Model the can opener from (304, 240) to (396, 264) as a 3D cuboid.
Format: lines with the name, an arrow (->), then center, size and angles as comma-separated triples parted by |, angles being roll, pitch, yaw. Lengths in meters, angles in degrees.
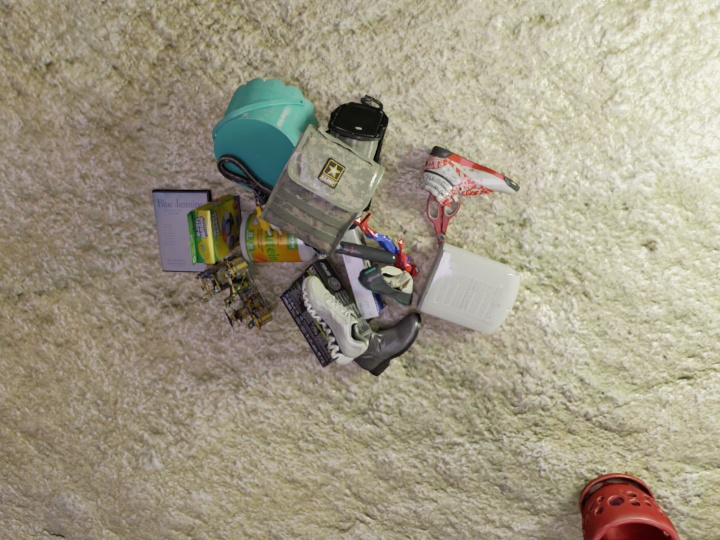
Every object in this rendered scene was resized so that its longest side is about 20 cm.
can opener -> -0.021, -0.047, 1.166 | 0.199, 0.063, 0.079 | 17, 102, 0

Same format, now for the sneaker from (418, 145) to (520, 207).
sneaker -> 0.223, -0.174, 1.182 | 0.201, 0.067, 0.108 | 25, 100, 6

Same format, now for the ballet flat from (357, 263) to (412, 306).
ballet flat -> 0.074, 0.029, 1.222 | 0.073, 0.200, 0.073 | -13, 68, 33

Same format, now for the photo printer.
photo printer -> 0.245, 0.045, 1.248 | 0.199, 0.069, 0.167 | 19, 109, -3

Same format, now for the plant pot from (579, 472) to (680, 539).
plant pot -> 0.617, 0.599, 1.315 | 0.199, 0.183, 0.202 | 2, 107, 7

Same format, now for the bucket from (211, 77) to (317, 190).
bucket -> -0.196, -0.270, 1.144 | 0.206, 0.135, 0.208 | 6, 136, 5

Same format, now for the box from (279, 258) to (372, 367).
box -> -0.082, 0.098, 1.270 | 0.160, 0.044, 0.200 | -43, 76, 40

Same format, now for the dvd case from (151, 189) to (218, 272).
dvd case -> -0.416, -0.092, 1.335 | 0.142, 0.018, 0.201 | 2, 107, 9

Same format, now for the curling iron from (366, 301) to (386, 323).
curling iron -> -0.007, 0.147, 1.349 | 0.049, 0.026, 0.200 | 32, 106, -25

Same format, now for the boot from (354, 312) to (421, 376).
boot -> 0.039, 0.154, 1.302 | 0.131, 0.070, 0.200 | 32, 109, -20

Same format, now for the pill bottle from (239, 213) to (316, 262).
pill bottle -> -0.158, -0.074, 1.253 | 0.199, 0.111, 0.112 | -1, 108, 9

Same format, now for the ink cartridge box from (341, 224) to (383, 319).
ink cartridge box -> 0.000, 0.000, 1.256 | 0.044, 0.094, 0.201 | -14, 101, 12

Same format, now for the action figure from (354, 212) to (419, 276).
action figure -> 0.067, -0.053, 1.243 | 0.052, 0.065, 0.200 | -50, 118, -14

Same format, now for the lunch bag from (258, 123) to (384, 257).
lunch bag -> -0.070, -0.152, 1.046 | 0.163, 0.118, 0.200 | 29, 124, -9

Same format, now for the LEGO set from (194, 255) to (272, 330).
LEGO set -> -0.299, 0.061, 1.291 | 0.116, 0.154, 0.201 | -29, 116, -19

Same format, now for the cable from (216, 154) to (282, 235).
cable -> -0.202, -0.155, 1.131 | 0.097, 0.050, 0.200 | -21, 130, 24

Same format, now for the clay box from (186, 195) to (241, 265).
clay box -> -0.314, -0.090, 1.224 | 0.047, 0.200, 0.116 | 1, 108, 8

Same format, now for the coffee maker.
coffee maker -> -0.009, -0.230, 1.166 | 0.134, 0.192, 0.201 | 30, 132, 19

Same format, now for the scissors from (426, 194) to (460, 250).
scissors -> 0.174, -0.078, 1.256 | 0.073, 0.014, 0.201 | 9, 110, 3

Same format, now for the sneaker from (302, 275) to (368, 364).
sneaker -> -0.051, 0.094, 1.174 | 0.081, 0.075, 0.201 | -31, 88, 30
